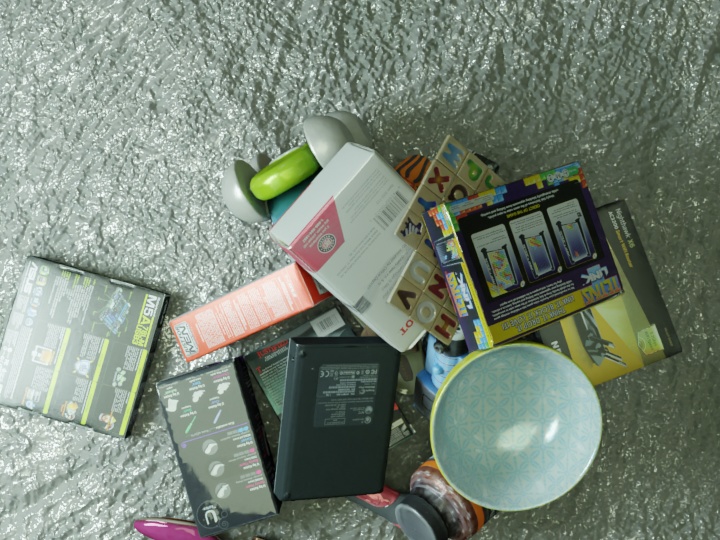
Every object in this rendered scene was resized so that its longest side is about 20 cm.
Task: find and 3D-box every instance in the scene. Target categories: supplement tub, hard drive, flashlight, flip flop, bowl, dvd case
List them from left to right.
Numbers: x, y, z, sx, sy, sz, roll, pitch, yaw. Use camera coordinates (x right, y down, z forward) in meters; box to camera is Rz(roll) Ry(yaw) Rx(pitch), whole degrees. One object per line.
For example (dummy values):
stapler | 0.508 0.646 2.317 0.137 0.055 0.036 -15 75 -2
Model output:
dvd case | -0.042 0.163 1.318 0.146 0.022 0.200 -29 78 -12
hard drive | -0.027 0.180 1.235 0.139 0.033 0.201 1 104 -24
flashlight | 0.023 0.286 1.324 0.199 0.068 0.068 29 79 0
flip flop | 0.035 0.092 1.290 0.081 0.058 0.200 -7 126 21
supplement tub | 0.136 0.262 1.269 0.200 0.107 0.107 -35 89 -30
bowl | 0.173 0.167 1.195 0.199 0.108 0.201 -1 103 -3

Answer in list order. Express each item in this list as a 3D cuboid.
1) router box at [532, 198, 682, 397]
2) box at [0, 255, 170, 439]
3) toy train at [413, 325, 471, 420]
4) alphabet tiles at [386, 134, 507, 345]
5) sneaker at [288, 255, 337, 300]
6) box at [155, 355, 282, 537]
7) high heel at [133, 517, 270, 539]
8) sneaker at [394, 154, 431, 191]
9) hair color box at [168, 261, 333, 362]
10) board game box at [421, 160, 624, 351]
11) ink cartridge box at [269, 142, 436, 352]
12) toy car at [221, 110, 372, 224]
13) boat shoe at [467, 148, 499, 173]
router box | 0.280 0.034 1.242 0.157 0.052 0.201 -21 89 -2
box | -0.370 0.100 1.339 0.192 0.048 0.201 15 87 -2
toy train | 0.129 0.109 1.273 0.087 0.200 0.114 35 52 28
alphabet tiles | 0.111 -0.025 1.161 0.167 0.008 0.200 36 76 -29
sneaker | 0.000 0.000 1.342 0.199 0.075 0.100 27 70 0
box | -0.176 0.220 1.297 0.106 0.122 0.201 -17 88 -2
high heel | -0.203 0.380 1.316 0.199 0.067 0.097 14 78 -3
sneaker | 0.051 -0.086 1.287 0.077 0.112 0.200 26 62 4
hair color box | -0.129 0.045 1.278 0.199 0.101 0.061 -24 90 25
board game box | 0.186 -0.018 1.150 0.199 0.057 0.166 -18 90 -28
ink cartridge box | 0.018 -0.025 1.172 0.147 0.083 0.200 -49 117 -4
toy car | -0.062 -0.102 1.276 0.175 0.200 0.150 -27 95 17
boat shoe | 0.120 -0.069 1.310 0.068 0.074 0.200 24 59 12
